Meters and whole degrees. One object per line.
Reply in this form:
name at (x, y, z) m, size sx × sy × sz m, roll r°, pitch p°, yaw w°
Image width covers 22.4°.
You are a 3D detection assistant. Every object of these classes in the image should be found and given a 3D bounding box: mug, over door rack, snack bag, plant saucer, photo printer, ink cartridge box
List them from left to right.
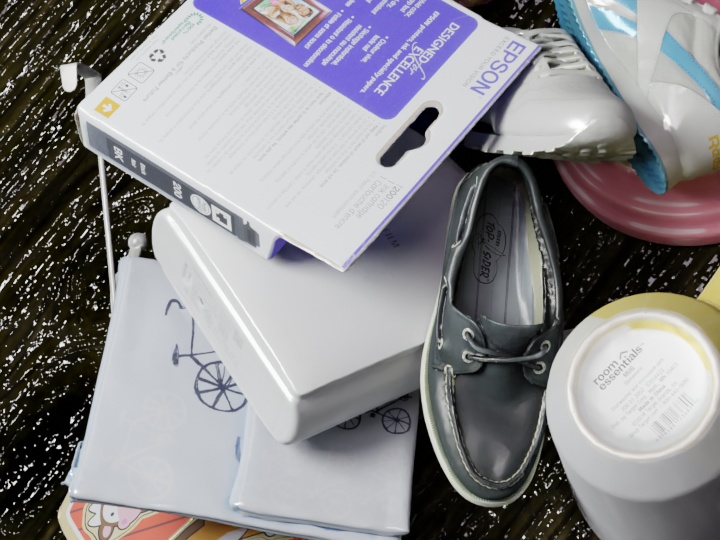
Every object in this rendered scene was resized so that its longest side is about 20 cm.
over door rack at (-0.102, -0.048, 1.197) m, size 0.148 × 0.067 × 0.200 m, roll -7°, pitch 98°, yaw 19°
snack bag at (-0.063, 0.069, 1.085) m, size 0.200 × 0.021 × 0.189 m, roll 10°, pitch 52°, yaw -3°
ink cartridge box at (-0.029, -0.102, 1.072) m, size 0.200 × 0.043 × 0.198 m, roll 32°, pitch 64°, yaw 22°
photo printer at (0.000, 0.000, 1.093) m, size 0.200 × 0.069 × 0.166 m, roll -21°, pitch 61°, yaw -27°
mug at (0.172, 0.066, 1.010) m, size 0.149 × 0.153 × 0.187 m, roll -4°, pitch 70°, yaw 20°
plant saucer at (0.209, -0.116, 1.141) m, size 0.200 × 0.051 × 0.201 m, roll -9°, pitch 64°, yaw 19°

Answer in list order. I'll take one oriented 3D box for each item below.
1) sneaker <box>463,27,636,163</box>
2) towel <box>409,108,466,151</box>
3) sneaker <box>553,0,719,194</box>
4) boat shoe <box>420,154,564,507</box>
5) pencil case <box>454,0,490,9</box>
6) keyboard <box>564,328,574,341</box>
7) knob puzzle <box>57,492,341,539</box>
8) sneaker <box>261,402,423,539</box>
sneaker at (0.109, -0.106, 1.086) m, size 0.076 × 0.200 × 0.081 m, roll 7°, pitch 96°, yaw -17°
towel at (-0.014, -0.155, 1.186) m, size 0.148 × 0.050 × 0.200 m, roll -20°, pitch 101°, yaw 13°
sneaker at (0.172, -0.141, 1.102) m, size 0.081 × 0.077 × 0.200 m, roll -23°, pitch 65°, yaw -2°
boat shoe at (0.078, 0.028, 1.011) m, size 0.074 × 0.066 × 0.200 m, roll 10°, pitch 73°, yaw -5°
pencil case at (0.002, -0.194, 1.242) m, size 0.200 × 0.083 × 0.087 m, roll -18°, pitch 101°, yaw 14°
keyboard at (0.143, 0.060, 1.113) m, size 0.200 × 0.011 × 0.056 m, roll -14°, pitch 63°, yaw 16°
knob puzzle at (-0.107, 0.123, 1.121) m, size 0.220 × 0.030 × 0.220 m, roll -18°, pitch 51°, yaw 23°
sneaker at (-0.010, 0.161, 1.095) m, size 0.078 × 0.070 × 0.200 m, roll -5°, pitch 65°, yaw 28°
